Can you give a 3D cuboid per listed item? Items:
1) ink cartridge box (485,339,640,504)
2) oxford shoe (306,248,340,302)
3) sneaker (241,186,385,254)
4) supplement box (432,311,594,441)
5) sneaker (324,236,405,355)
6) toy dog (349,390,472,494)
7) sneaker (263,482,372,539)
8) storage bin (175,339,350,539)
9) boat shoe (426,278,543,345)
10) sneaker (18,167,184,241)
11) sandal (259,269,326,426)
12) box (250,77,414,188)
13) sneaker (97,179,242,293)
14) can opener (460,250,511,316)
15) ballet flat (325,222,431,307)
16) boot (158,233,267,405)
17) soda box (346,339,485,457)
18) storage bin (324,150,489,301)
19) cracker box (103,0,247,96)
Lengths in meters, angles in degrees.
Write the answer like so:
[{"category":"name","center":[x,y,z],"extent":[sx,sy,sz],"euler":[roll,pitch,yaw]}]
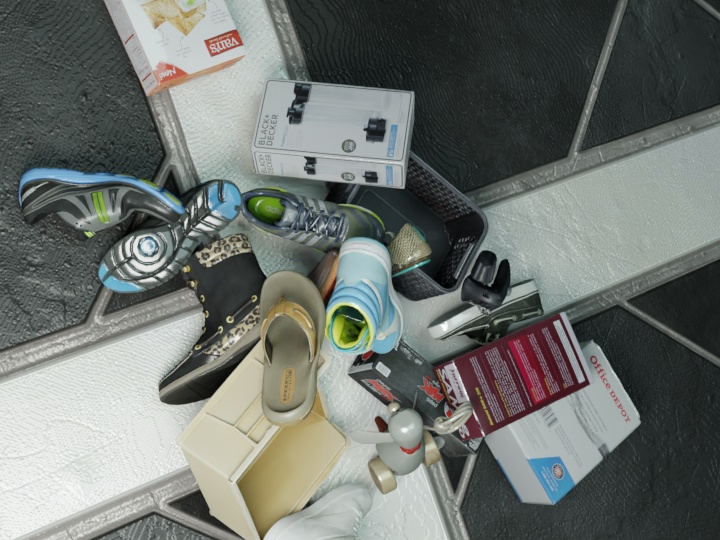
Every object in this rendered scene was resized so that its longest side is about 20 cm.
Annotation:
[{"category":"ink cartridge box","center":[0.283,0.216,1.654],"extent":[0.200,0.084,0.146],"euler":[-35,97,-28]},{"category":"oxford shoe","center":[-0.091,0.044,1.446],"extent":[0.073,0.071,0.200],"euler":[39,99,3]},{"category":"sneaker","center":[-0.066,-0.059,1.456],"extent":[0.199,0.081,0.074],"euler":[12,93,16]},{"category":"supplement box","center":[0.207,0.141,1.552],"extent":[0.199,0.061,0.109],"euler":[-19,84,-29]},{"category":"sneaker","center":[0.000,0.068,1.402],"extent":[0.200,0.079,0.131],"euler":[72,27,-48]},{"category":"toy dog","center":[0.048,0.204,1.485],"extent":[0.131,0.200,0.096],"euler":[-20,63,-32]},{"category":"sneaker","center":[-0.019,0.335,1.423],"extent":[0.200,0.115,0.074],"euler":[-18,131,-54]},{"category":"storage bin","center":[-0.105,0.201,1.376],"extent":[0.093,0.200,0.199],"euler":[28,62,25]},{"category":"boat shoe","center":[0.183,0.069,1.632],"extent":[0.199,0.071,0.064],"euler":[-20,90,-31]},{"category":"sneaker","center":[-0.305,-0.074,1.368],"extent":[0.198,0.071,0.083],"euler":[5,89,3]},{"category":"sandal","center":[-0.083,0.078,1.300],"extent":[0.054,0.080,0.201],"euler":[64,21,-51]},{"category":"box","center":[-0.034,-0.178,1.496],"extent":[0.199,0.060,0.117],"euler":[7,64,6]},{"category":"sneaker","center":[-0.234,-0.041,1.428],"extent":[0.200,0.082,0.073],"euler":[-34,106,-9]},{"category":"can opener","center":[0.183,0.010,1.588],"extent":[0.063,0.200,0.079],"euler":[31,105,7]},{"category":"ballet flat","center":[0.000,0.000,1.497],"extent":[0.076,0.200,0.068],"euler":[59,24,3]},{"category":"boot","center":[-0.183,0.060,1.423],"extent":[0.073,0.200,0.151],"euler":[30,28,-59]},{"category":"soda box","center":[0.082,0.170,1.559],"extent":[0.200,0.071,0.063],"euler":[41,62,-17]},{"category":"storage bin","center":[0.059,-0.066,1.574],"extent":[0.200,0.094,0.136],"euler":[38,66,-19]},{"category":"cracker box","center":[-0.247,-0.340,1.473],"extent":[0.134,0.058,0.201],"euler":[-26,95,-29]}]
